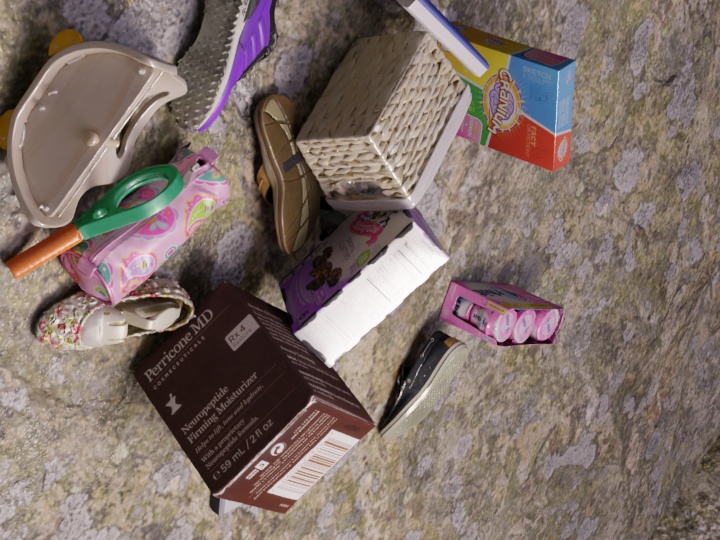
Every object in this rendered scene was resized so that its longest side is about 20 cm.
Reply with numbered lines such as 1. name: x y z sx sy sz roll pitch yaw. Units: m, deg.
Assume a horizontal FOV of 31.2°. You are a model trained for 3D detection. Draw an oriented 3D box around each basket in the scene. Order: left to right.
1. basket: 0.027 -0.185 1.574 0.123 0.135 0.200 54 52 -37

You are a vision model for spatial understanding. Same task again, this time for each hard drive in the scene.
1. hard drive: 0.076 -0.324 1.592 0.025 0.132 0.200 -44 148 11

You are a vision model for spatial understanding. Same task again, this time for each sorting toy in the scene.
1. sorting toy: -0.253 -0.149 1.297 0.200 0.107 0.180 -51 164 14

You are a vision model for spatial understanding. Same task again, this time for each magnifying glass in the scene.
1. magnifying glass: -0.273 -0.051 1.333 0.200 0.080 0.022 -30 123 -12

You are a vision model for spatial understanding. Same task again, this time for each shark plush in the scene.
1. shark plush: -0.017 -0.057 1.700 0.083 0.091 0.200 -42 157 21

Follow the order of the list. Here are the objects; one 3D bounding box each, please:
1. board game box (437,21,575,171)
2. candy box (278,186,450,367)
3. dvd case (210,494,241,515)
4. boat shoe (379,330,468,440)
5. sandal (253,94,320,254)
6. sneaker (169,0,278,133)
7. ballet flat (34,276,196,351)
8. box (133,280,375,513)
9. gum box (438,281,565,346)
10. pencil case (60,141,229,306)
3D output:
1. board game box: 0.194 -0.236 1.742 0.040 0.200 0.153 -34 135 -37
2. candy box: 0.000 0.000 1.597 0.200 0.168 0.072 -43 112 8
3. dvd case: -0.123 0.236 1.777 0.200 0.025 0.151 -20 126 -46
4. boat shoe: 0.089 0.178 1.994 0.200 0.062 0.075 -56 153 15
5. sandal: -0.098 -0.118 1.565 0.080 0.054 0.200 -37 123 -43
6. sneaker: -0.136 -0.240 1.415 0.099 0.069 0.200 11 103 -57
7. ballet flat: -0.264 0.049 1.433 0.200 0.064 0.076 -18 127 -46
8. box: -0.124 0.153 1.522 0.166 0.200 0.164 -45 149 8
9. gum box: 0.225 0.069 2.056 0.200 0.113 0.066 3 109 -54
10. pencil case: -0.228 -0.051 1.394 0.200 0.087 0.088 -45 141 -25
